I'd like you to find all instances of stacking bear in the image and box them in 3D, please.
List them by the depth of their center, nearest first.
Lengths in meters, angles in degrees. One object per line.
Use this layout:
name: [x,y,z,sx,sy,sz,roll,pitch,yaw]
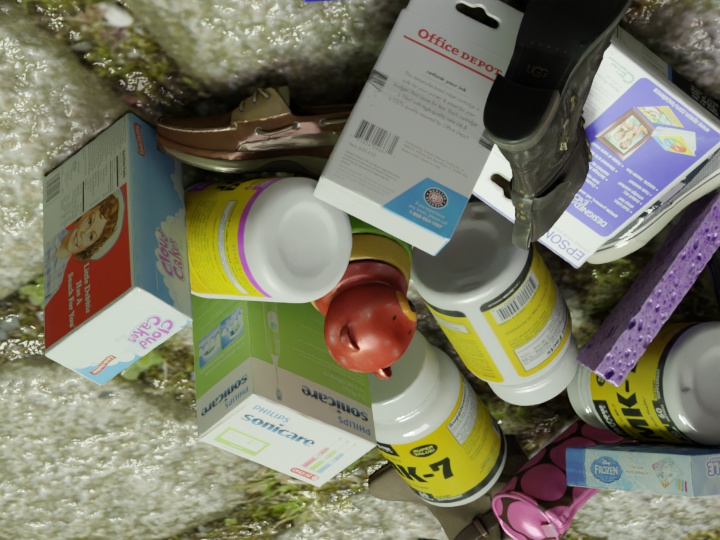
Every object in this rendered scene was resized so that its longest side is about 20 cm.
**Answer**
stacking bear: [0.000,0.000,1.521,0.113,0.201,0.122,-22,138,15]

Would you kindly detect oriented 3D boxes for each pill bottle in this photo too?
pill bottle: [-0.104,-0.027,1.491,0.104,0.105,0.200,28,164,-35]
pill bottle: [0.133,0.037,1.643,0.114,0.115,0.200,-20,138,13]
pill bottle: [0.289,0.108,1.665,0.114,0.115,0.200,12,172,-23]
pill bottle: [0.062,0.146,1.757,0.114,0.115,0.200,-21,138,15]

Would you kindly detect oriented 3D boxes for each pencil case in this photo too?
pencil case: [0.233,0.210,1.821,0.200,0.094,0.091,-39,134,-29]

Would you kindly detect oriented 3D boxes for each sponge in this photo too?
sponge: [0.275,0.015,1.596,0.030,0.112,0.200,35,92,-2]

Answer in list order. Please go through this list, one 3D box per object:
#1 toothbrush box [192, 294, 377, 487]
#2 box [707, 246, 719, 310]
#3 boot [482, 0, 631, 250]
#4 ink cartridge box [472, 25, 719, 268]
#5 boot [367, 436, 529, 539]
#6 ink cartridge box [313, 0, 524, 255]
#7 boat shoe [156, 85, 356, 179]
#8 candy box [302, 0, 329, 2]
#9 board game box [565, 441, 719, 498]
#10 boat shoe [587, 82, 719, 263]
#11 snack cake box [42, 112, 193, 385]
toothbrush box: [-0.074,0.077,1.600,0.145,0.201,0.086,26,129,-35]
box: [0.403,-0.038,1.607,0.106,0.123,0.200,-2,140,-8]
boot: [0.163,-0.132,1.401,0.069,0.200,0.174,28,165,25]
ink cartridge box: [0.180,-0.121,1.494,0.198,0.043,0.200,35,125,-17]
boot: [0.110,0.264,1.888,0.199,0.147,0.070,-19,140,13]
ink cartridge box: [0.057,-0.129,1.407,0.116,0.201,0.067,26,167,-1]
boat shoe: [-0.073,-0.122,1.477,0.199,0.076,0.074,4,106,-2]
candy box: [0.035,-0.298,1.277,0.168,0.077,0.200,-4,138,-7]
board game box: [0.334,0.185,1.663,0.199,0.044,0.199,-1,178,-28]
boat shoe: [0.256,-0.091,1.571,0.200,0.075,0.093,-38,122,23]
snack cake box: [-0.207,-0.020,1.462,0.115,0.201,0.067,-32,135,26]
